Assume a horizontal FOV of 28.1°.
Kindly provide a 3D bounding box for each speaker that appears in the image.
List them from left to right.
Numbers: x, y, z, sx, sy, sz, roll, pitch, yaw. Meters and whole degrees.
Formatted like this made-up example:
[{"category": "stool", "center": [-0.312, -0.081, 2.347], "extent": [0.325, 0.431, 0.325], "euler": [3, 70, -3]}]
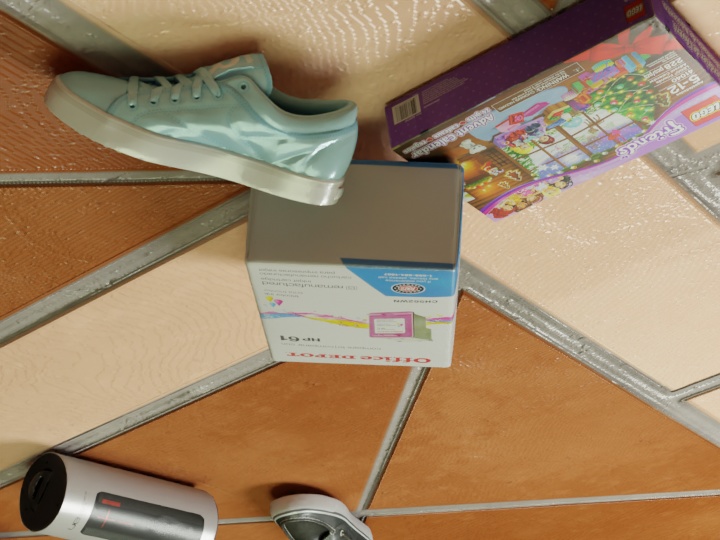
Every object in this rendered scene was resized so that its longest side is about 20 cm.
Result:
[{"category": "speaker", "center": [-0.244, 0.242, 1.459], "extent": [0.081, 0.081, 0.200], "euler": [-29, 144, 33]}]

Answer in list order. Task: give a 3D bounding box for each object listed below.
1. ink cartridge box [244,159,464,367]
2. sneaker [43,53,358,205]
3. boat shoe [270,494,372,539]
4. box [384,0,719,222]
[{"category": "ink cartridge box", "center": [0.000, 0.000, 1.046], "extent": [0.144, 0.085, 0.200], "euler": [2, 158, 4]}, {"category": "sneaker", "center": [-0.095, -0.107, 0.912], "extent": [0.200, 0.074, 0.082], "euler": [14, 108, -20]}, {"category": "boat shoe", "center": [-0.037, 0.302, 1.620], "extent": [0.069, 0.057, 0.200], "euler": [-19, 149, 19]}, {"category": "box", "center": [0.136, -0.109, 0.970], "extent": [0.200, 0.039, 0.137], "euler": [-25, 147, 28]}]
